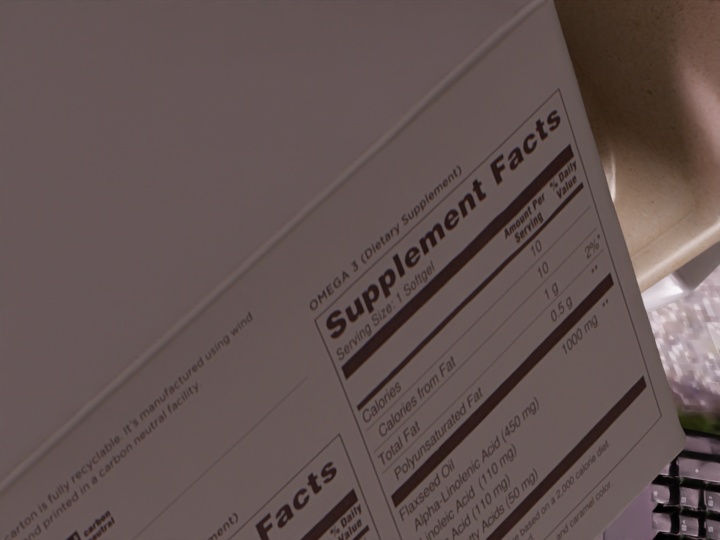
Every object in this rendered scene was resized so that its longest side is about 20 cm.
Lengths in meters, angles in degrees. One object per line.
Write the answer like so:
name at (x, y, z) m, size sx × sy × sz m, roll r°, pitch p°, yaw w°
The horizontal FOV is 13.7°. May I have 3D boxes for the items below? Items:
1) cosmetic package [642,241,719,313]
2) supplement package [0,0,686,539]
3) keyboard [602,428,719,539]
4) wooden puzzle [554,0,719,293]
cosmetic package at (0.024, -0.092, 0.675) m, size 0.200 × 0.101 × 0.071 m, roll 55°, pitch 145°, yaw -7°
supplement package at (-0.069, 0.014, 0.576) m, size 0.200 × 0.156 × 0.111 m, roll 19°, pitch 141°, yaw 41°
keyboard at (0.080, 0.139, 0.841) m, size 0.127 × 0.021 × 0.200 m, roll 9°, pitch 107°, yaw 41°
wooden puzzle at (-0.022, -0.049, 0.637) m, size 0.185 × 0.046 × 0.200 m, roll 49°, pitch 146°, yaw 0°
